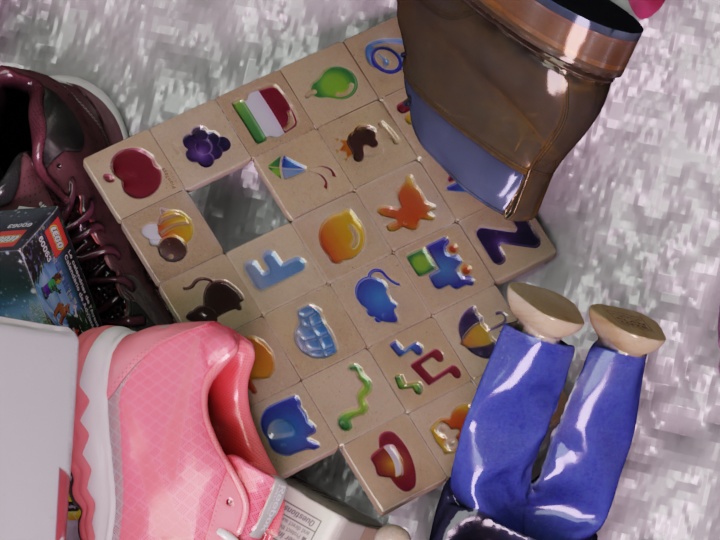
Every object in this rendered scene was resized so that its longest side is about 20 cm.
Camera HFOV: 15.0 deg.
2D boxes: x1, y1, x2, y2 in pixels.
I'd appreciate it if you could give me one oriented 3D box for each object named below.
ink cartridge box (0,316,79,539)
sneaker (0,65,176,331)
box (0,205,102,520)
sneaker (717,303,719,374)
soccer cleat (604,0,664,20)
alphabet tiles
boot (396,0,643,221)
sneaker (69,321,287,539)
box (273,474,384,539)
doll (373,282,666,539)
[{"bbox_3d":[-0.179,0.129,1.099,0.083,0.200,0.147,11,52,-15],"label":"ink cartridge box"},{"bbox_3d":[-0.134,0.001,1.200,0.075,0.115,0.201,-22,76,11],"label":"sneaker"},{"bbox_3d":[-0.201,0.046,1.195,0.199,0.038,0.137,-4,119,26],"label":"box"},{"bbox_3d":[0.201,-0.031,1.110,0.088,0.081,0.201,13,114,-2],"label":"sneaker"},{"bbox_3d":[0.100,-0.202,1.197,0.086,0.070,0.201,-4,75,24],"label":"soccer cleat"},{"bbox_3d":[0.000,0.000,1.178,0.167,0.008,0.200,-26,73,-20],"label":"alphabet tiles"},{"bbox_3d":[0.030,-0.104,1.184,0.200,0.075,0.097,39,114,43],"label":"boot"},{"bbox_3d":[-0.070,0.113,1.100,0.086,0.074,0.201,-14,76,22],"label":"sneaker"},{"bbox_3d":[-0.080,0.176,1.178,0.095,0.078,0.200,30,90,18],"label":"box"},{"bbox_3d":[0.069,0.111,1.140,0.136,0.048,0.201,13,105,-23],"label":"doll"}]
